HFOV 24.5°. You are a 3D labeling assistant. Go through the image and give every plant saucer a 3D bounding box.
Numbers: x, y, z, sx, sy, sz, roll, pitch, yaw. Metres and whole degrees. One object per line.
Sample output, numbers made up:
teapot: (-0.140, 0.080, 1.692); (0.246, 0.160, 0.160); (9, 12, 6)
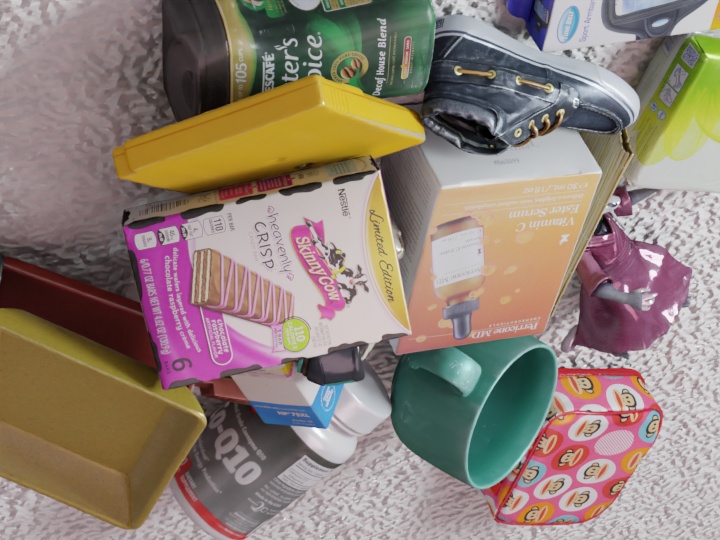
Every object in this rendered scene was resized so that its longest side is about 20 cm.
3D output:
plant saucer: (-0.238, 0.113, 1.342); (0.199, 0.049, 0.200); (25, 137, -9)
plant saucer: (-0.237, 0.080, 1.385); (0.199, 0.037, 0.200); (19, 131, -2)

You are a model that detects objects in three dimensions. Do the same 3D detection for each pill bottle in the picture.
pill bottle: (-0.077, 0.155, 1.549); (0.200, 0.114, 0.114); (-40, 139, 16)

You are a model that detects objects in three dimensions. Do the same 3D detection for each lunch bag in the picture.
lunch bag: (0.210, 0.191, 1.762); (0.175, 0.082, 0.200); (1, 135, -27)

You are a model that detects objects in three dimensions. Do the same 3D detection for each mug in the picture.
mug: (0.099, 0.103, 1.563); (0.152, 0.114, 0.186); (-38, 142, -36)

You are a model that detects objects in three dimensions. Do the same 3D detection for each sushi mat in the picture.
sushi mat: (0.189, -0.062, 1.462); (0.012, 0.096, 0.200); (6, 133, -16)

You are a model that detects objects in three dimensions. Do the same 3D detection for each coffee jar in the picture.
coffee jar: (-0.049, -0.168, 1.228); (0.199, 0.086, 0.105); (-12, 139, -15)

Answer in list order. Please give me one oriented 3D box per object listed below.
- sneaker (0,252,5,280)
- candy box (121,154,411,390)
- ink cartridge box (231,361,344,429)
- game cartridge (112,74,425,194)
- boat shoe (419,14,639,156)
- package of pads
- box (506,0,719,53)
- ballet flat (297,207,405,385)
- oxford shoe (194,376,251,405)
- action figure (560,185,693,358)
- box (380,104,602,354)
sneaker: (-0.343, 0.048, 1.305); (0.084, 0.075, 0.200); (21, 124, -17)
candy box: (-0.071, 0.001, 1.271); (0.199, 0.061, 0.137); (-13, 107, -4)
ink cartridge box: (-0.072, 0.032, 1.398); (0.067, 0.117, 0.200); (4, 146, 27)
game cartridge: (-0.066, -0.096, 1.240); (0.176, 0.033, 0.200); (-17, 170, 21)
boat shoe: (0.134, -0.127, 1.331); (0.200, 0.091, 0.071); (18, 156, -22)
package of pads: (0.330, -0.141, 1.471); (0.199, 0.068, 0.155); (3, 132, -29)
box: (0.217, -0.239, 1.325); (0.199, 0.042, 0.119); (-12, 139, -19)
ballet flat: (0.000, 0.000, 1.373); (0.073, 0.201, 0.073); (12, 171, 2)
oxford shoe: (-0.164, 0.065, 1.457); (0.199, 0.074, 0.071); (17, 170, -26)
action figure: (0.233, -0.018, 1.560); (0.148, 0.134, 0.200); (1, 143, 40)
box: (0.098, -0.040, 1.430); (0.152, 0.107, 0.200); (-8, 137, -20)
